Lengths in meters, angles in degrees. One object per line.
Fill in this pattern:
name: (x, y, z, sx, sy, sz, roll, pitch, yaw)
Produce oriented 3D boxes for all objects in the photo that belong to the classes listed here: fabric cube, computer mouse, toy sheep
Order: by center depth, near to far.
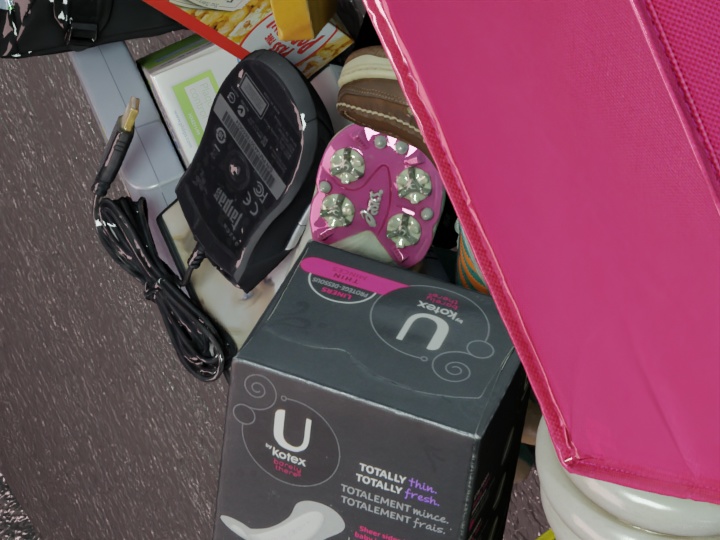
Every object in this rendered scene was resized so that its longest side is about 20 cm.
fabric cube: (0.140, -0.061, 0.767, 0.197, 0.199, 0.200, 65, 164, -10)
toy sheep: (0.139, 0.085, 1.132, 0.138, 0.137, 0.200, 51, 148, 39)
computer mouse: (-0.072, -0.054, 1.371, 0.141, 0.046, 0.200, 51, 136, 28)

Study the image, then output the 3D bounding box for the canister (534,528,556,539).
canister: (0.119, 0.192, 1.263, 0.149, 0.086, 0.200, 57, -167, 8)

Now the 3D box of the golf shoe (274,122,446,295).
golf shoe: (0.000, 0.000, 1.311, 0.075, 0.092, 0.200, 24, 121, 1)

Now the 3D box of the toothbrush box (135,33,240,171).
toothbrush box: (-0.062, -0.069, 1.544, 0.200, 0.086, 0.146, -142, 28, -79)

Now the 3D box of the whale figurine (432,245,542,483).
whale figurine: (0.043, 0.054, 1.460, 0.159, 0.104, 0.200, 9, 160, 23)

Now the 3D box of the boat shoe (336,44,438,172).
boat shoe: (0.059, -0.045, 1.147, 0.202, 0.075, 0.075, 16, 175, 45)

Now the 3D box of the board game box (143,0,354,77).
board game box: (-0.092, -0.183, 1.316, 0.152, 0.046, 0.200, 59, -166, 22)

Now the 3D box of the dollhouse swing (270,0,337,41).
dollhouse swing: (-0.089, -0.210, 1.194, 0.200, 0.181, 0.177, -73, -6, -78)

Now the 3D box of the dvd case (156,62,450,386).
dvd case: (-0.022, 0.013, 1.375, 0.018, 0.143, 0.200, 10, -133, -51)

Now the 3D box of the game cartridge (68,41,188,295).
game cartridge: (-0.127, -0.066, 1.561, 0.200, 0.041, 0.133, -119, 11, -53)

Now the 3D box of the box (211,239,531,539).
box: (0.003, 0.106, 1.253, 0.122, 0.106, 0.201, 17, 128, 12)

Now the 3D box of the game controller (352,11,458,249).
game controller: (0.033, -0.079, 1.370, 0.105, 0.042, 0.200, 60, 164, 13)

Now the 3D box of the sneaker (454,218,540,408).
sneaker: (0.072, -0.014, 1.291, 0.080, 0.071, 0.201, 36, 150, 51)

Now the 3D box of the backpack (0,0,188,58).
backpack: (-0.152, -0.241, 1.521, 0.154, 0.163, 0.201, -116, 13, -66)
